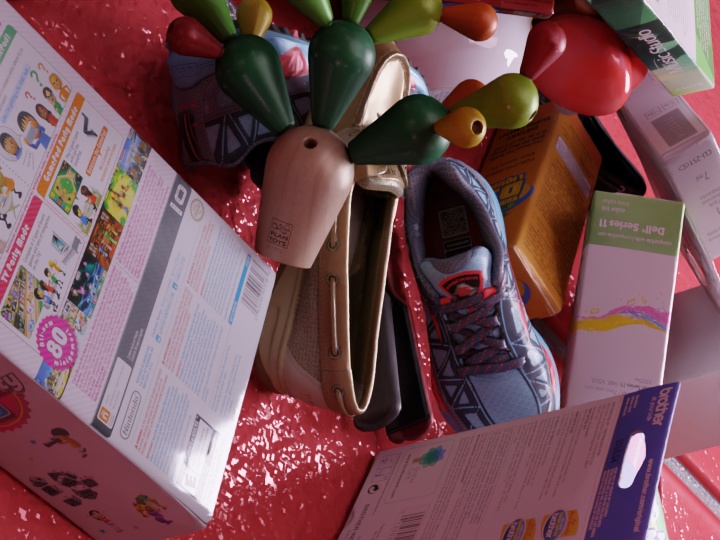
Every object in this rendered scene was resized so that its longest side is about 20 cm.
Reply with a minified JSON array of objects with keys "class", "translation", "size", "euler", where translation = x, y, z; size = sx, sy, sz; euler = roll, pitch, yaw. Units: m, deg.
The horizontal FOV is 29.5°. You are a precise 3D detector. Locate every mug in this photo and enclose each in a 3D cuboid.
[{"class":"mug","translation":[0.064,-0.183,0.929],"size":[0.185,0.148,0.156],"euler":[7,76,-48]}]

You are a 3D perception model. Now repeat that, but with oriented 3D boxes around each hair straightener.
[{"class":"hair straightener","translation":[0.000,0.000,0.823],"size":[0.077,0.041,0.203],"euler":[23,56,-50]}]

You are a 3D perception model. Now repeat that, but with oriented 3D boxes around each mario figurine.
[{"class":"mario figurine","translation":[0.162,-0.194,0.979],"size":[0.123,0.105,0.202],"euler":[46,28,-52]}]

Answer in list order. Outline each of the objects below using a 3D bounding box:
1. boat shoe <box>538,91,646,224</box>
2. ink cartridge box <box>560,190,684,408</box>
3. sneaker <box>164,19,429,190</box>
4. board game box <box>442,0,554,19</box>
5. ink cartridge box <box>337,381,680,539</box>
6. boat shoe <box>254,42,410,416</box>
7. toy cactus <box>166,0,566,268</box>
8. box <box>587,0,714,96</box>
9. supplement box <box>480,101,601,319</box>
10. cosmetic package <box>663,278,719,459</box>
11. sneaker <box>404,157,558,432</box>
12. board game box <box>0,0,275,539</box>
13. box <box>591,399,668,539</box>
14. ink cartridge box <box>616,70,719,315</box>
[{"class":"boat shoe","translation":[0.175,-0.126,1.131],"size":[0.201,0.065,0.075],"euler":[57,35,-21]},{"class":"ink cartridge box","translation":[0.180,0.058,0.973],"size":[0.117,0.066,0.203],"euler":[63,36,-76]},{"class":"sneaker","translation":[-0.036,-0.084,0.796],"size":[0.198,0.079,0.097],"euler":[2,88,-46]},{"class":"board game box","translation":[0.025,-0.218,0.840],"size":[0.019,0.197,0.105],"euler":[159,-64,-84]},{"class":"ink cartridge box","translation":[0.077,0.128,0.725],"size":[0.042,0.198,0.120],"euler":[55,36,-20]},{"class":"boat shoe","translation":[-0.001,-0.026,0.738],"size":[0.073,0.062,0.204],"euler":[19,87,-61]},{"class":"toy cactus","translation":[-0.012,-0.083,0.670],"size":[0.102,0.197,0.167],"euler":[-71,178,-82]},{"class":"box","translation":[0.184,-0.218,0.896],"size":[0.199,0.036,0.147],"euler":[26,60,-53]},{"class":"supplement box","translation":[0.123,-0.043,1.010],"size":[0.069,0.066,0.201],"euler":[53,36,-25]},{"class":"cosmetic package","translation":[0.294,0.070,1.087],"size":[0.081,0.198,0.114],"euler":[52,34,-27]},{"class":"sneaker","translation":[0.063,0.022,0.849],"size":[0.096,0.078,0.203],"euler":[42,29,-70]},{"class":"board game box","translation":[-0.132,0.005,0.601],"size":[0.200,0.064,0.149],"euler":[48,38,-34]},{"class":"box","translation":[0.143,0.193,0.866],"size":[0.048,0.117,0.203],"euler":[6,69,-39]},{"class":"ink cartridge box","translation":[0.255,-0.061,1.057],"size":[0.177,0.044,0.201],"euler":[59,10,-25]}]
